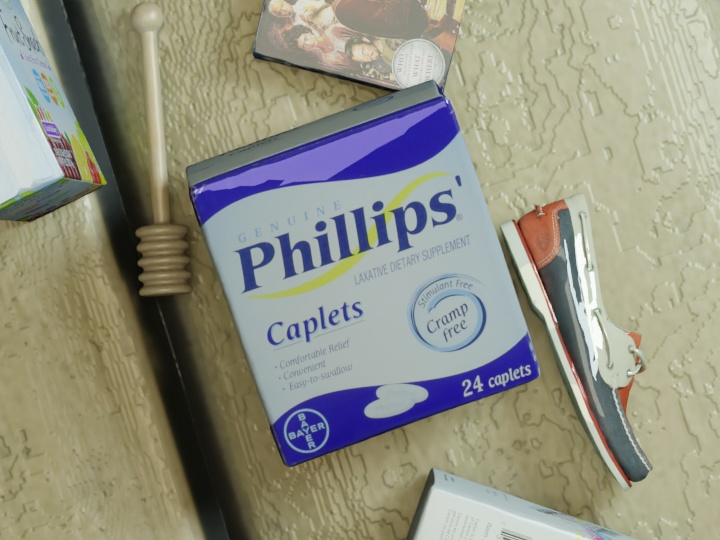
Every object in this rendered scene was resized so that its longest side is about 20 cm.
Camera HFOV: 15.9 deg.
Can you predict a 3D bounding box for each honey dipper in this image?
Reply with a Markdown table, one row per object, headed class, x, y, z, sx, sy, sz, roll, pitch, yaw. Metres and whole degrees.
| class | x | y | z | sx | sy | sz | roll | pitch | yaw |
| --- | --- | --- | --- | --- | --- | --- | --- | --- | --- |
| honey dipper | -0.139 | -0.083 | 1.762 | 0.038 | 0.038 | 0.201 | -4 | 88 | 1 |

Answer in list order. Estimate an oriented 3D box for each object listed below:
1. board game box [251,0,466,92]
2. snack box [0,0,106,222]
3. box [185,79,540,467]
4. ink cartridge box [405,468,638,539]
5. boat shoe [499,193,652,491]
| class | x | y | z | sx | sy | sz | roll | pitch | yaw |
| --- | --- | --- | --- | --- | --- | --- | --- | --- | --- |
| board game box | 0.014 | -0.227 | 1.758 | 0.135 | 0.035 | 0.201 | 14 | 90 | 2 |
| snack box | -0.240 | -0.120 | 1.683 | 0.067 | 0.200 | 0.169 | -26 | 89 | 1 |
| box | 0.000 | 0.000 | 1.708 | 0.183 | 0.105 | 0.201 | -19 | 100 | 1 |
| ink cartridge box | 0.117 | 0.233 | 1.700 | 0.199 | 0.145 | 0.146 | 19 | 90 | 2 |
| boat shoe | 0.158 | 0.048 | 1.740 | 0.062 | 0.071 | 0.201 | -22 | 85 | -1 |
